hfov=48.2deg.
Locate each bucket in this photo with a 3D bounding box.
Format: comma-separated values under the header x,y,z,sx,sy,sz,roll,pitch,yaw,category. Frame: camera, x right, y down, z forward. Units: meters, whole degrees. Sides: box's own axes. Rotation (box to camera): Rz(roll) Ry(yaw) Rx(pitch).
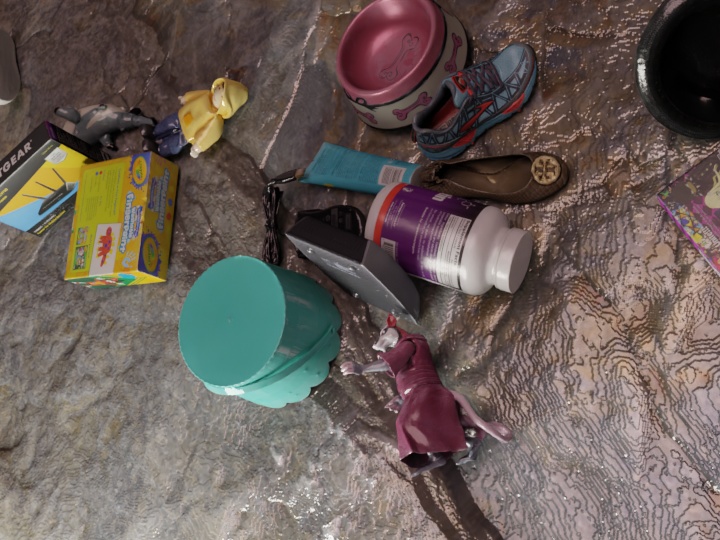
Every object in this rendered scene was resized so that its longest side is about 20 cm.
x,y,z,sx,sy,sz,roll,pitch,yaw,category
-0.142,0.084,1.113,0.204,0.134,0.211,-9,71,26,bucket

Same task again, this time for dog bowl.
x,y,z,sx,sy,sz,roll,pitch,yaw,category
0.051,-0.306,1.146,0.198,0.074,0.203,-15,62,29,dog bowl

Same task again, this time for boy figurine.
x,y,z,sx,sy,sz,roll,pitch,yaw,category
-0.270,-0.247,1.326,0.198,0.064,0.126,-24,62,24,boy figurine

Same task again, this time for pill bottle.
x,y,z,sx,sy,sz,roll,pitch,yaw,category
0.111,-0.038,1.019,0.198,0.112,0.114,18,84,26,pill bottle

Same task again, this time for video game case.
x,y,z,sx,sy,sz,roll,pitch,yaw,category
0.459,-0.062,0.882,0.181,0.036,0.201,-38,61,14,video game case

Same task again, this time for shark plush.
x,y,z,sx,sy,sz,roll,pitch,yaw,category
-0.452,-0.254,1.450,0.197,0.091,0.085,-5,92,6,shark plush

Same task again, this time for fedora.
x,y,z,sx,sy,sz,roll,pitch,yaw,category
0.395,-0.252,0.913,0.199,0.201,0.092,-31,31,17,fedora

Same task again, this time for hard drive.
x,y,z,sx,sy,sz,roll,pitch,yaw,category
0.000,0.000,1.024,0.134,0.200,0.043,23,77,31,hard drive

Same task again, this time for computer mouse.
x,y,z,sx,sy,sz,roll,pitch,yaw,category
-0.063,-0.081,1.168,0.198,0.046,0.143,-9,83,37,computer mouse

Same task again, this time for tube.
x,y,z,sx,sy,sz,roll,pitch,yaw,category
0.003,-0.141,1.153,0.198,0.051,0.078,17,59,34,tube

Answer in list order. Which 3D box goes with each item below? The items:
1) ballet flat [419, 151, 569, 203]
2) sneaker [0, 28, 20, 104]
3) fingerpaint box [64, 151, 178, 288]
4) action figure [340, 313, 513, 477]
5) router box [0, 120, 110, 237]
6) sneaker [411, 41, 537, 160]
x,y,z,sx,sy,sz,roll,pitch,yaw,category
0.170,-0.125,1.051,0.197,0.046,0.068,2,74,24,ballet flat
-0.758,-0.389,1.637,0.115,0.074,0.202,-30,53,20,sneaker
-0.395,-0.080,1.337,0.165,0.073,0.203,-6,73,28,fingerpaint box
0.074,0.139,0.979,0.147,0.134,0.203,-26,67,18,action figure
-0.554,-0.155,1.404,0.199,0.149,0.051,-37,60,15,router box
0.151,-0.230,1.068,0.200,0.095,0.080,-43,60,11,sneaker
